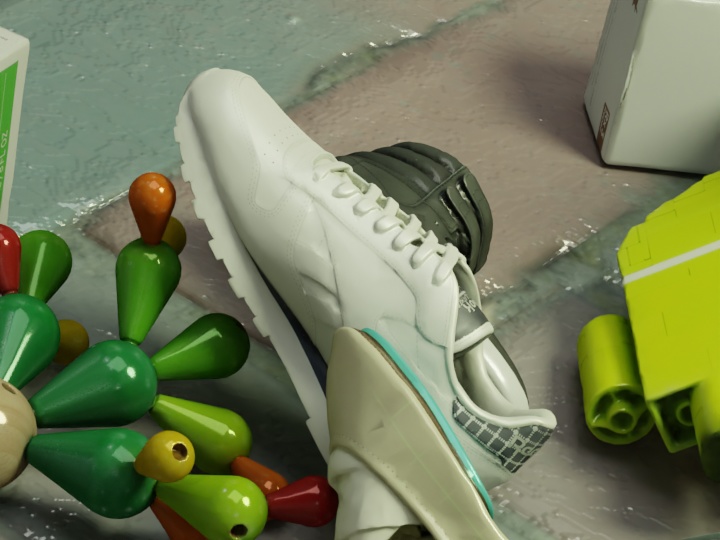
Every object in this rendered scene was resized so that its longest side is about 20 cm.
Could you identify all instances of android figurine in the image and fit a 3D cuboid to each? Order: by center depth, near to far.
[{"bbox_3d":[0.175,0.012,1.092,0.182,0.041,0.200,-22,29,11],"label":"android figurine"}]

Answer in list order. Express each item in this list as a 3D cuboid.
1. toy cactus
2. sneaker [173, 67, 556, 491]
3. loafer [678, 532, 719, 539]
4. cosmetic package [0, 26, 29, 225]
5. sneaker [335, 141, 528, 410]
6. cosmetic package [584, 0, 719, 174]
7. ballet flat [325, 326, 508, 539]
[{"bbox_3d":[-0.112,0.047,0.993,0.165,0.102,0.200,-19,53,-24],"label":"toy cactus"},{"bbox_3d":[0.000,0.000,1.015,0.200,0.080,0.076,59,24,4],"label":"sneaker"},{"bbox_3d":[0.188,0.140,0.953,0.200,0.063,0.072,-3,39,21],"label":"loafer"},{"bbox_3d":[-0.227,-0.029,1.042,0.085,0.108,0.200,24,37,16],"label":"cosmetic package"},{"bbox_3d":[0.033,0.001,1.112,0.099,0.071,0.200,-17,40,-31],"label":"sneaker"},{"bbox_3d":[0.222,-0.101,1.301,0.200,0.102,0.074,8,32,-10],"label":"cosmetic package"},{"bbox_3d":[0.031,0.109,0.927,0.069,0.070,0.200,-21,65,-40],"label":"ballet flat"}]
